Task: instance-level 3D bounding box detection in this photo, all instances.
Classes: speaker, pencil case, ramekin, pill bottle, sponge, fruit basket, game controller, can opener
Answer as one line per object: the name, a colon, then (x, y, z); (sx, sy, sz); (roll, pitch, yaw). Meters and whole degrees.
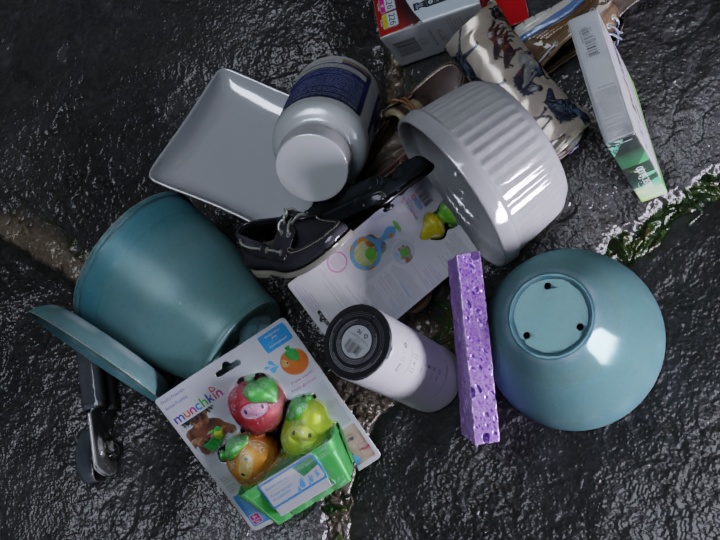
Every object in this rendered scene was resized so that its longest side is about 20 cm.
speaker: (0.040, 0.099, 1.202); (0.081, 0.200, 0.082); (-8, 71, 25)
pencil case: (0.181, -0.216, 1.270); (0.089, 0.078, 0.200); (-35, 82, -16)
ramekin: (0.140, -0.114, 1.225); (0.105, 0.200, 0.200); (-36, 65, -6)
pill bottle: (-0.040, -0.162, 1.275); (0.110, 0.111, 0.200); (-15, 28, 17)
sponge: (0.120, 0.082, 1.197); (0.030, 0.112, 0.202); (-6, 89, -2)
fruit basket: (-0.105, 0.182, 1.253); (0.185, 0.094, 0.200); (-32, 108, 10)
game controller: (0.003, -0.078, 1.245); (0.104, 0.200, 0.042); (-27, 94, -30)
can opener: (-0.349, 0.171, 1.419); (0.066, 0.053, 0.201); (-19, 68, 15)

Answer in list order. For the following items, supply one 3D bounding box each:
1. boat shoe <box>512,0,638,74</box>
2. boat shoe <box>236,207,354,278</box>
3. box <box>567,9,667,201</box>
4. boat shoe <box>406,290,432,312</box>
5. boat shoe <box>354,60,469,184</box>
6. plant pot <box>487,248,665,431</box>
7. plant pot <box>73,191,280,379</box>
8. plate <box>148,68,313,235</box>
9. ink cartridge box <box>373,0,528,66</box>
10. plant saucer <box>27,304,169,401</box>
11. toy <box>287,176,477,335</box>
boat shoe: (0.272, -0.289, 1.293); (0.199, 0.072, 0.073); (-30, 71, 22)
boat shoe: (-0.081, -0.035, 1.226); (0.073, 0.063, 0.200); (-42, 17, -28)
box: (0.277, -0.170, 1.181); (0.036, 0.200, 0.145); (-19, 69, 20)
boat shoe: (0.000, 0.000, 1.329); (0.199, 0.063, 0.073); (27, 71, 22)
boat shoe: (0.061, -0.175, 1.338); (0.072, 0.072, 0.200); (41, 93, 26)
plant pot: (0.216, 0.063, 1.177); (0.199, 0.135, 0.202); (-6, 74, 20)
plant pot: (-0.205, 0.039, 1.329); (0.188, 0.200, 0.201); (36, 90, 18)
plate: (-0.131, -0.143, 1.375); (0.199, 0.032, 0.200); (23, 60, 7)
ink cartridge box: (0.101, -0.384, 1.374); (0.175, 0.084, 0.201); (-16, 70, 17)
plant saucer: (-0.304, 0.097, 1.314); (0.199, 0.200, 0.028); (26, 74, 26)
toy: (0.023, -0.006, 1.252); (0.200, 0.047, 0.115); (-38, 108, -6)
